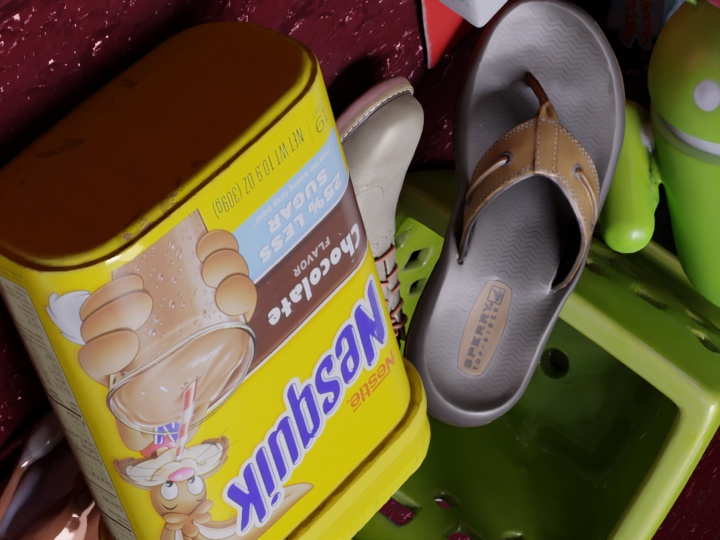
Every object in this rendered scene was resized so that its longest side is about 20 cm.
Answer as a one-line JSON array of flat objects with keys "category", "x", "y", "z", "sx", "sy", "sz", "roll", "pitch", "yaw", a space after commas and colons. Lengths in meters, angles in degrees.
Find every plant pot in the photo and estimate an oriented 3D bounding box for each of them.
[{"category": "plant pot", "x": 0.087, "y": 0.064, "z": 1.069, "sx": 0.181, "sy": 0.200, "sz": 0.199, "roll": -28, "pitch": 150, "yaw": -60}]

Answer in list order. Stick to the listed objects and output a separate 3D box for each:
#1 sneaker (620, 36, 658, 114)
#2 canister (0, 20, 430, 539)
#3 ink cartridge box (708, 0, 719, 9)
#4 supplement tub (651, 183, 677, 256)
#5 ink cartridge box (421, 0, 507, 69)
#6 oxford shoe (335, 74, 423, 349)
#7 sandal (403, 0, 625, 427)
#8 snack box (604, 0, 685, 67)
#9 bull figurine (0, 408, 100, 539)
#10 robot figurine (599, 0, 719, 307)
[{"category": "sneaker", "x": 0.151, "y": -0.093, "z": 1.054, "sx": 0.200, "sy": 0.077, "sz": 0.084, "roll": -16, "pitch": 132, "yaw": -17}, {"category": "canister", "x": -0.055, "y": 0.023, "z": 0.781, "sx": 0.149, "sy": 0.086, "sz": 0.200, "roll": -43, "pitch": 138, "yaw": -27}, {"category": "ink cartridge box", "x": 0.209, "y": -0.194, "z": 0.829, "sx": 0.083, "sy": 0.146, "sz": 0.200, "roll": -12, "pitch": 135, "yaw": -53}, {"category": "supplement tub", "x": 0.213, "y": -0.021, "z": 1.196, "sx": 0.123, "sy": 0.122, "sz": 0.200, "roll": -48, "pitch": 179, "yaw": -7}, {"category": "ink cartridge box", "x": 0.101, "y": -0.185, "z": 0.887, "sx": 0.200, "sy": 0.045, "sz": 0.176, "roll": -47, "pitch": 158, "yaw": -12}, {"category": "oxford shoe", "x": 0.000, "y": 0.000, "z": 0.943, "sx": 0.071, "sy": 0.074, "sz": 0.200, "roll": -30, "pitch": 150, "yaw": -42}, {"category": "sandal", "x": 0.070, "y": -0.026, "z": 0.921, "sx": 0.055, "sy": 0.082, "sz": 0.200, "roll": -177, "pitch": -74, "yaw": -82}, {"category": "snack box", "x": 0.183, "y": -0.149, "z": 1.119, "sx": 0.116, "sy": 0.037, "sz": 0.200, "roll": -41, "pitch": 157, "yaw": -22}, {"category": "bull figurine", "x": -0.097, "y": 0.102, "z": 0.930, "sx": 0.122, "sy": 0.065, "sz": 0.200, "roll": -59, "pitch": 158, "yaw": 12}, {"category": "robot figurine", "x": 0.201, "y": -0.058, "z": 0.975, "sx": 0.116, "sy": 0.175, "sz": 0.200, "roll": -78, "pitch": 157, "yaw": -48}]
